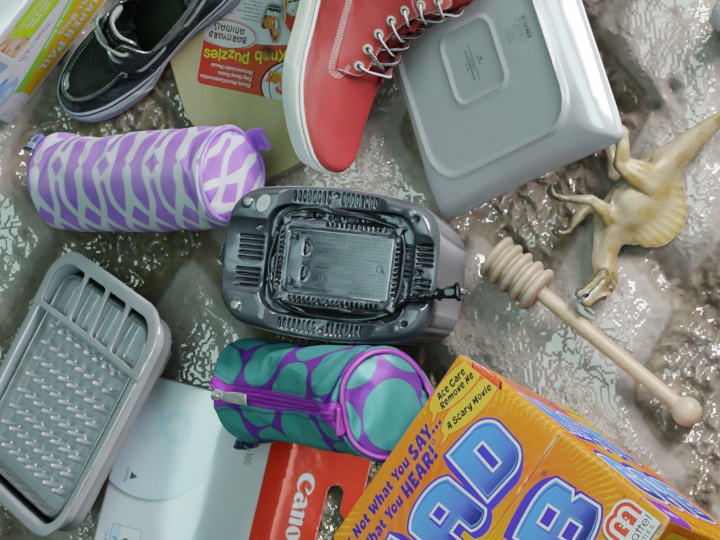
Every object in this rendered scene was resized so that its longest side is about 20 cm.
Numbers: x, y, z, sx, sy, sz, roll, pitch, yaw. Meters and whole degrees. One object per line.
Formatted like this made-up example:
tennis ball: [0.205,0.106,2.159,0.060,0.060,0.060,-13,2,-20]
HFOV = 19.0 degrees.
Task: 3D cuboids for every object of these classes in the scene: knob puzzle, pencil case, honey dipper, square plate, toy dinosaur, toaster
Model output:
knob puzzle: [-0.066,-0.168,1.712,0.219,0.030,0.220,1,92,27]
pencil case: [-0.169,-0.073,1.686,0.200,0.086,0.084,3,128,36]
honey dipper: [0.177,0.048,1.621,0.200,0.038,0.038,38,96,14]
square plate: [0.092,-0.159,1.613,0.198,0.028,0.201,-24,80,47]
toy dinosaur: [0.209,-0.069,1.623,0.101,0.058,0.200,37,96,1]
toaster: [0.000,0.000,1.627,0.199,0.129,0.114,5,87,17]
pencil case: [-0.032,0.094,1.576,0.200,0.092,0.085,0,95,57]

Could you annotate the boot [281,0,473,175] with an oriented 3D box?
boot: [0.021,-0.167,1.598,0.144,0.072,0.201,9,93,38]

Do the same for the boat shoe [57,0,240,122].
boat shoe: [-0.180,-0.193,1.714,0.200,0.071,0.072,-40,73,23]

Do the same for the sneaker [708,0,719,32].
sneaker: [0.361,-0.213,1.576,0.200,0.073,0.114,-37,79,10]

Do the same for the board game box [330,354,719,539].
board game box: [0.125,0.213,1.510,0.200,0.200,0.200,38,96,33]

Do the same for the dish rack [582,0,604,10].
dish rack: [0.157,-0.268,1.641,0.200,0.055,0.154,-24,79,20]

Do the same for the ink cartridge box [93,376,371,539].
ink cartridge box: [-0.102,0.179,1.681,0.199,0.047,0.161,13,87,19]

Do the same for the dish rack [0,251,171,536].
dish rack: [-0.226,0.100,1.700,0.172,0.043,0.200,31,94,47]

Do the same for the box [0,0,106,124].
box: [-0.280,-0.234,1.739,0.101,0.112,0.200,41,96,17]
